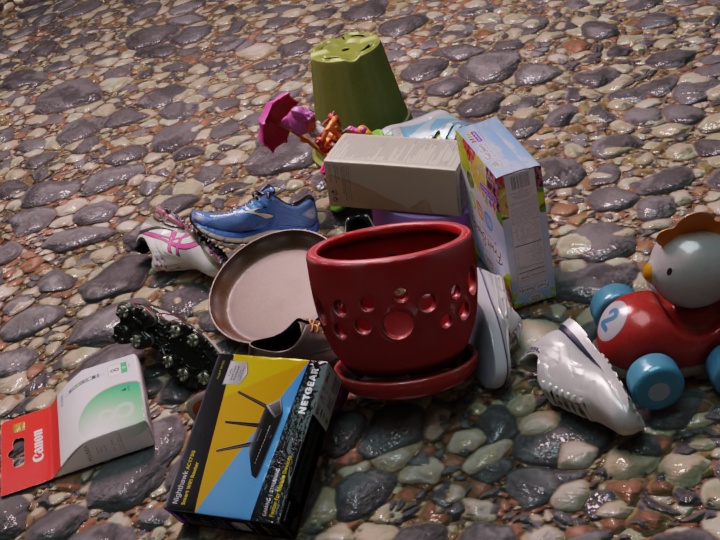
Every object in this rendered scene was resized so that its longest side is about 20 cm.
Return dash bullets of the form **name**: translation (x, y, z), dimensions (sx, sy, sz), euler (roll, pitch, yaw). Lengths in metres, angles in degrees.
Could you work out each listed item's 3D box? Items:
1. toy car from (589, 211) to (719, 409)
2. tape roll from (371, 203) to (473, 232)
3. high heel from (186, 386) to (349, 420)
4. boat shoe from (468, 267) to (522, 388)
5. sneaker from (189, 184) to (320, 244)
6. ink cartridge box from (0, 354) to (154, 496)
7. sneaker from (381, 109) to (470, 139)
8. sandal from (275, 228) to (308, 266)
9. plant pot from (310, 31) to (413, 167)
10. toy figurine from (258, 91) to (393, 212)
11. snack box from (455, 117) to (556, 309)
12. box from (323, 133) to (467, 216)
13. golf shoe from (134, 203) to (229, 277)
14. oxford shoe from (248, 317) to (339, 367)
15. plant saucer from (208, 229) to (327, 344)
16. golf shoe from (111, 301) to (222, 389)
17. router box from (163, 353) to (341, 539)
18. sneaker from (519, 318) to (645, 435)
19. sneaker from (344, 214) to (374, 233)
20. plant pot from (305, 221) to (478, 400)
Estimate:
- **toy car**: translation (0.357, 0.019, 1.320), dimensions (0.176, 0.201, 0.185), euler (-8, 31, -2)
- **tape roll**: translation (0.115, -0.101, 1.728), dimensions (0.199, 0.066, 0.200), euler (-4, 32, 3)
- **high heel**: translation (-0.113, 0.163, 1.439), dimensions (0.199, 0.068, 0.096), euler (1, 15, 22)
- **boat shoe**: translation (0.171, 0.067, 1.451), dimensions (0.065, 0.074, 0.200), euler (7, 43, -13)
- **sneaker**: translation (-0.161, -0.088, 1.762), dimensions (0.199, 0.090, 0.079), euler (-2, 10, -15)
- **ink cartridge box**: translation (-0.371, 0.193, 1.489), dimensions (0.199, 0.050, 0.161), euler (-16, 31, -8)
- **sneaker**: translation (0.108, -0.198, 1.892), dimensions (0.200, 0.080, 0.130), euler (-31, 34, -24)
- **sandal**: translation (-0.065, -0.037, 1.720), dimensions (0.206, 0.059, 0.079), euler (-19, 31, -8)
- **plant pot**: translation (-0.007, -0.300, 1.992), dimensions (0.199, 0.190, 0.200), euler (-10, 31, 6)
- **toy figurine**: translation (-0.068, -0.203, 1.795), dimensions (0.151, 0.184, 0.200), euler (-65, 17, -17)
- **snack box**: translation (0.193, -0.078, 1.547), dimensions (0.067, 0.201, 0.169), euler (-17, 30, -5)
- **box**: translation (0.058, -0.139, 1.664), dimensions (0.199, 0.078, 0.095), euler (7, 35, 21)
- **golf shoe**: translation (-0.275, -0.026, 1.795), dimensions (0.200, 0.073, 0.092), euler (32, 85, 44)
- **oxford shoe**: translation (-0.047, 0.094, 1.491), dimensions (0.199, 0.073, 0.071), euler (-19, 31, -9)
- **plant saucer**: translation (-0.116, 0.028, 1.623), dimensions (0.199, 0.032, 0.201), euler (-12, 47, 13)
- **golf shoe**: translation (-0.241, 0.093, 1.567), dimensions (0.200, 0.077, 0.088), euler (29, 17, 28)
- **router box**: translation (-0.120, 0.196, 1.317), dimensions (0.149, 0.051, 0.201), euler (1, 56, 24)
- **sneaker**: translation (0.253, 0.135, 1.324), dimensions (0.080, 0.077, 0.200), euler (-28, 28, -2)
- **sneaker**: translation (0.000, 0.000, 1.603), dimensions (0.075, 0.088, 0.200), euler (-11, 38, 0)
- **plant pot**: translation (0.044, 0.049, 1.384), dimensions (0.200, 0.183, 0.200), euler (-7, 11, 1)
